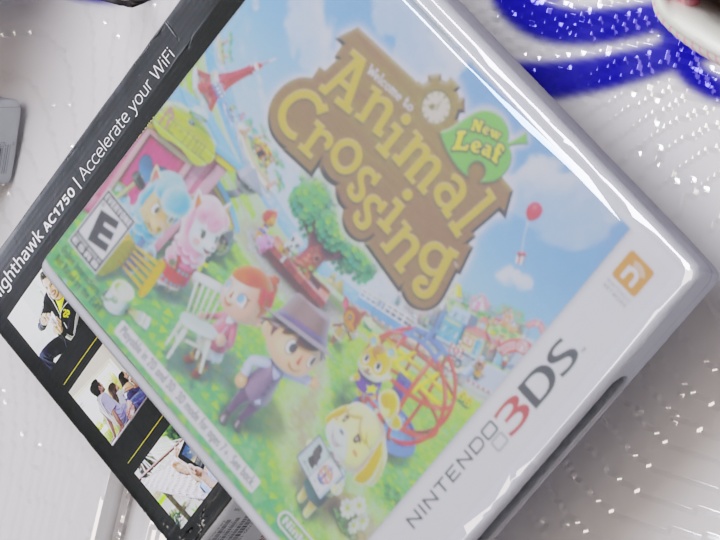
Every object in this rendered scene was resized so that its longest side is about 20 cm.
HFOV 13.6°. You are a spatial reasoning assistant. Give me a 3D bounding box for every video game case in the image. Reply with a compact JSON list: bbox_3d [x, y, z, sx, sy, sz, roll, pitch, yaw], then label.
[{"bbox_3d":[0.000,0.000,1.051,0.200,0.022,0.182,48,109,24],"label":"video game case"}]

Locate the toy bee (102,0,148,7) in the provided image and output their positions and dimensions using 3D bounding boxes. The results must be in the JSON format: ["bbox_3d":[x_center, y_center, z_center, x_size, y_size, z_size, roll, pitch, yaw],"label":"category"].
[{"bbox_3d":[-0.176,-0.145,1.154,0.131,0.199,0.110,-163,62,-66],"label":"toy bee"}]

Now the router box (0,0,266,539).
[{"bbox_3d":[-0.039,-0.015,1.120,0.149,0.051,0.200,48,110,25],"label":"router box"}]

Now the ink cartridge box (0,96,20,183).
[{"bbox_3d":[-0.244,-0.070,1.218,0.199,0.099,0.040,17,104,31],"label":"ink cartridge box"}]

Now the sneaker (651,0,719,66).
[{"bbox_3d":[0.121,-0.134,1.002,0.075,0.104,0.201,-41,68,25],"label":"sneaker"}]
